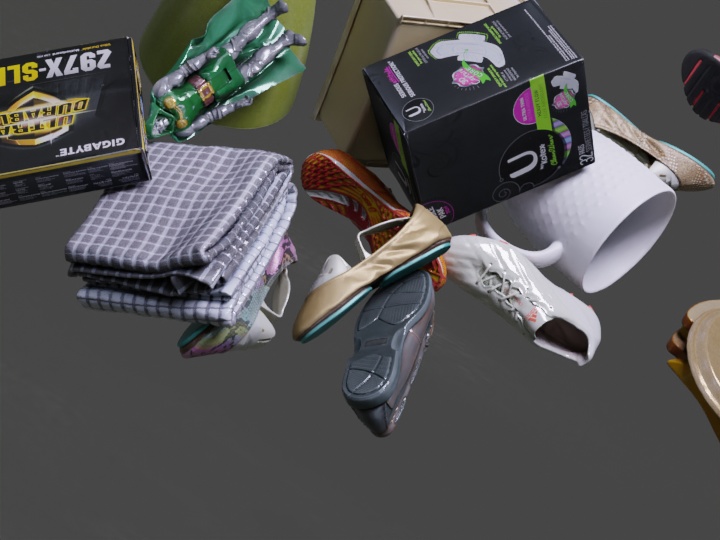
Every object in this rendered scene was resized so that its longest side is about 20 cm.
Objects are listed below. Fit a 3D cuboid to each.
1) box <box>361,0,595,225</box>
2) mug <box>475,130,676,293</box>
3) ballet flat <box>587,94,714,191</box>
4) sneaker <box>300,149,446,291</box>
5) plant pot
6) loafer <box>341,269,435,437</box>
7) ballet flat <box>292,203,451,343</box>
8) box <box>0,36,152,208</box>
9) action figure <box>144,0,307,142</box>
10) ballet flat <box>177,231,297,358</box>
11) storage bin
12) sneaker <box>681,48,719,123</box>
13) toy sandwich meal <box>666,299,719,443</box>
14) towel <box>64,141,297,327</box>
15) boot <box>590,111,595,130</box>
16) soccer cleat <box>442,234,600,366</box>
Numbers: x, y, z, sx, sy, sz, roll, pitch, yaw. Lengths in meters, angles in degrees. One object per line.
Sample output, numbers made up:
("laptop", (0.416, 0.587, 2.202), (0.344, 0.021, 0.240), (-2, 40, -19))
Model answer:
("box", (0.125, -0.161, 1.556), (0.199, 0.149, 0.124), (-22, 45, -6))
("mug", (0.217, -0.073, 1.648), (0.200, 0.148, 0.175), (-33, 63, -26))
("ballet flat", (0.339, -0.139, 1.835), (0.200, 0.071, 0.065), (32, 69, 5))
("sneaker", (0.025, -0.059, 1.578), (0.200, 0.073, 0.077), (49, 30, 11))
("plant pot", (-0.123, -0.290, 1.611), (0.187, 0.200, 0.187), (15, 45, -16))
("loafer", (0.031, 0.080, 1.469), (0.072, 0.063, 0.200), (-5, 36, 24))
("ballet flat", (0.000, 0.000, 1.482), (0.200, 0.069, 0.063), (-32, 82, -24))
("box", (-0.306, -0.140, 1.426), (0.199, 0.049, 0.160), (-10, 50, -2))
("action figure", (-0.144, -0.193, 1.493), (0.200, 0.055, 0.118), (-42, 118, -21))
("ballet flat", (-0.106, 0.030, 1.435), (0.071, 0.069, 0.200), (48, 40, -18))
("storage bin", (0.078, -0.217, 1.643), (0.198, 0.200, 0.094), (0, 41, -28))
("sneaker", (0.512, -0.220, 2.001), (0.200, 0.074, 0.087), (46, 32, 10))
("toy sandwich meal", (0.420, 0.122, 1.630), (0.205, 0.070, 0.206), (16, 49, -19))
("towel", (-0.168, -0.044, 1.405), (0.165, 0.086, 0.200), (7, 41, 19))
("boot", (0.189, -0.193, 1.787), (0.153, 0.074, 0.204), (7, 43, -20))
("soccer cleat", (0.169, 0.029, 1.566), (0.200, 0.069, 0.078), (31, 31, -10))
